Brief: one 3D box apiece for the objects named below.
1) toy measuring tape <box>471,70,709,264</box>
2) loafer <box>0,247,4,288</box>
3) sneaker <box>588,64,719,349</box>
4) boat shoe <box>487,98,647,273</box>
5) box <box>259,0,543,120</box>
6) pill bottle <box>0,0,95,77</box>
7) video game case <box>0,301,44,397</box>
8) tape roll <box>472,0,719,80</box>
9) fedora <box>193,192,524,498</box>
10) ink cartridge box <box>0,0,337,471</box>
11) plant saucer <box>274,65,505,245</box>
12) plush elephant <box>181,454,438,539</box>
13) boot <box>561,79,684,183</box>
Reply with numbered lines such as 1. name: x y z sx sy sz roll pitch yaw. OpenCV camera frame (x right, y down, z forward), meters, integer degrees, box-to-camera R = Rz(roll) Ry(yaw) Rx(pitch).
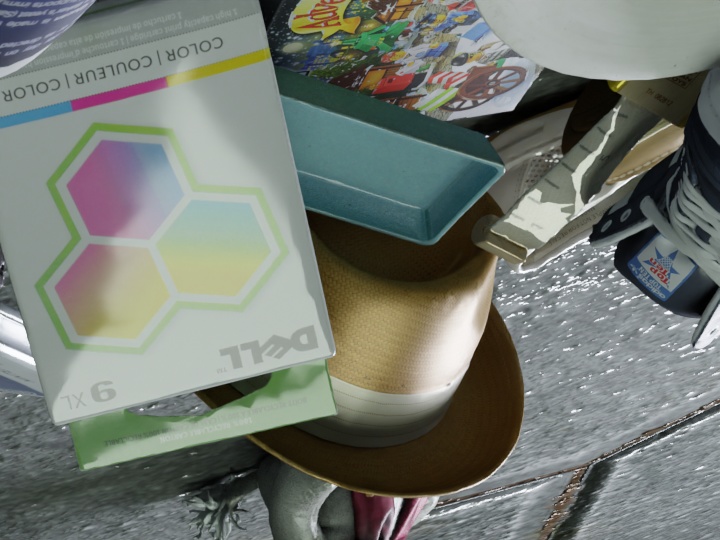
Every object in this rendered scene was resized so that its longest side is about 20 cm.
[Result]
1. toy measuring tape: 0.109 -0.088 1.005 0.073 0.074 0.200 5 137 -48
2. loafer: -0.184 -0.027 0.947 0.071 0.074 0.200 -7 161 6
3. sneaker: 0.131 -0.023 0.949 0.109 0.070 0.200 -46 173 16
4. boat shoe: 0.148 -0.055 1.168 0.199 0.070 0.071 -25 159 10
5. box: 0.023 -0.109 0.953 0.136 0.038 0.200 -10 161 -21
6. pill bottle: -0.104 -0.117 0.697 0.110 0.112 0.200 -2 156 -38
7. video game case: -0.214 0.017 0.995 0.198 0.023 0.182 6 169 18
8. tape roll: 0.111 -0.149 0.797 0.201 0.071 0.203 -16 150 -10
9. fedora: 0.000 0.000 1.053 0.200 0.201 0.082 1 138 -44
10. ink cartridge box: -0.070 -0.010 0.911 0.103 0.059 0.201 -13 118 -4
11. plant saucer: -0.049 -0.057 0.956 0.199 0.019 0.070 18 150 -17
12. plush elephant: -0.005 0.176 1.566 0.199 0.156 0.165 -24 161 18
13. boot: 0.199 -0.061 1.090 0.199 0.073 0.155 -33 120 28
